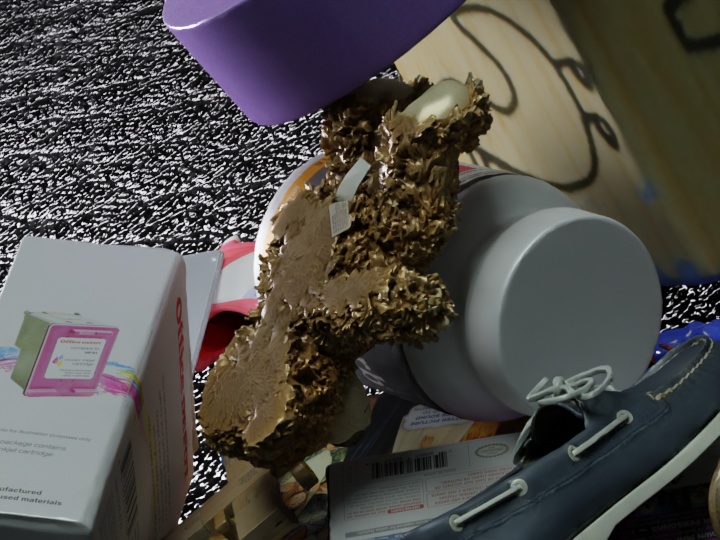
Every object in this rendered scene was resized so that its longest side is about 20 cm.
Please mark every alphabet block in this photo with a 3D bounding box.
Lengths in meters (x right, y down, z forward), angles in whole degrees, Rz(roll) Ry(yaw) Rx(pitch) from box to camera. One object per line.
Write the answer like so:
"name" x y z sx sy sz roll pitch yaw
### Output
"alphabet block" 0.146 -0.126 1.464 0.196 0.201 0.195 -37 15 -24

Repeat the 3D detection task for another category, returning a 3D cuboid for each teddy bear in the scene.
"teddy bear" 0.000 0.000 1.299 0.144 0.067 0.201 -11 55 45

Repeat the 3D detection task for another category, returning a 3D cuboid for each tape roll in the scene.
"tape roll" 0.002 -0.160 1.366 0.200 0.066 0.200 -38 20 16

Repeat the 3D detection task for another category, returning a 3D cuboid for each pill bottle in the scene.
"pill bottle" 0.044 0.007 1.381 0.116 0.117 0.200 -37 26 -23

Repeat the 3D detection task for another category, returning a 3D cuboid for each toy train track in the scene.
"toy train track" -0.047 0.093 1.396 0.115 0.033 0.200 -40 18 7

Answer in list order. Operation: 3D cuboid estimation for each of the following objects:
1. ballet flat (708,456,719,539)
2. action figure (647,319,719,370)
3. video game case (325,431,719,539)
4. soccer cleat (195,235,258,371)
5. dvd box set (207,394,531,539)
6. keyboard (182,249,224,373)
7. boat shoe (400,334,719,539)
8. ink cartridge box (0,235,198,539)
"ballet flat" 0.198 0.072 1.224 0.199 0.068 0.072 -23 19 -36
"action figure" 0.175 0.040 1.361 0.199 0.052 0.065 5 34 41
"video game case" 0.085 0.127 1.250 0.199 0.036 0.182 -10 29 3
"soccer cleat" -0.008 0.015 1.543 0.199 0.067 0.077 -5 49 35
"dvd box set" -0.011 0.127 1.373 0.145 0.030 0.200 -8 31 29
"keyboard" -0.115 0.071 1.524 0.056 0.011 0.201 -5 50 22
"boat shoe" 0.089 0.078 1.217 0.200 0.062 0.075 -40 2 -33
"ink cartridge box" -0.137 0.100 1.366 0.084 0.145 0.201 6 38 8
